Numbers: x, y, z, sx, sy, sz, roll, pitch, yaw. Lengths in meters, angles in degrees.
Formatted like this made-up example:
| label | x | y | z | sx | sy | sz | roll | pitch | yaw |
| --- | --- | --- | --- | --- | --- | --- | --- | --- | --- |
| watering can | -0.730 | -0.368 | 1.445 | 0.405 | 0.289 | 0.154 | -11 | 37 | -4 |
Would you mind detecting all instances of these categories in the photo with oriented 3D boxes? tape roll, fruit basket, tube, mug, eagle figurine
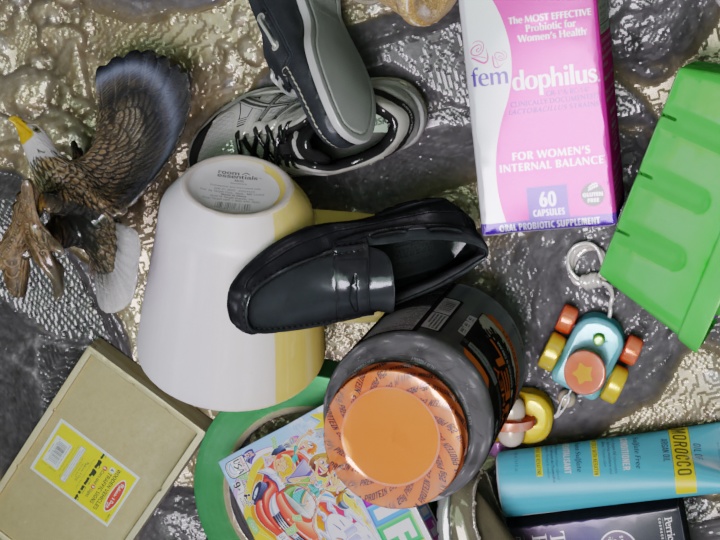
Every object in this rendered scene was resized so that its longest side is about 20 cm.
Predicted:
| label | x | y | z | sx | sy | sz | roll | pitch | yaw |
| --- | --- | --- | --- | --- | --- | --- | --- | --- | --- |
| tape roll | -0.036 | 0.176 | 1.258 | 0.198 | 0.048 | 0.203 | 3 | 103 | 12 |
| fruit basket | 0.291 | -0.036 | 1.082 | 0.213 | 0.155 | 0.218 | 4 | 101 | 19 |
| tube | 0.205 | 0.154 | 1.182 | 0.198 | 0.078 | 0.051 | -9 | 131 | 10 |
| mug | -0.082 | -0.007 | 1.164 | 0.149 | 0.186 | 0.154 | 36 | 136 | 35 |
| eagle figurine | -0.203 | -0.065 | 1.144 | 0.150 | 0.200 | 0.153 | -2 | 112 | 26 |

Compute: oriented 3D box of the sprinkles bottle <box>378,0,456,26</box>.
| label | x | y | z | sx | sy | sz | roll | pitch | yaw |
| --- | --- | --- | --- | --- | --- | --- | --- | --- | --- |
| sprinkles bottle | -0.014 | -0.247 | 1.091 | 0.199 | 0.068 | 0.069 | 36 | 110 | 30 |

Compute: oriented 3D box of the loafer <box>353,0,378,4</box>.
| label | x | y | z | sx | sy | sz | roll | pitch | yaw |
| --- | --- | --- | --- | --- | --- | --- | --- | --- | --- |
| loafer | 0.032 | -0.291 | 1.127 | 0.075 | 0.068 | 0.201 | 28 | 107 | 5 |

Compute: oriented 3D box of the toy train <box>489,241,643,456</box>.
| label | x | y | z | sx | sy | sz | roll | pitch | yaw |
| --- | --- | --- | --- | --- | --- | --- | --- | --- | --- |
| toy train | 0.118 | 0.067 | 1.196 | 0.198 | 0.056 | 0.151 | -25 | 97 | 17 |

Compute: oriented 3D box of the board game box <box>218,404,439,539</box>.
| label | x | y | z | sx | sy | sz | roll | pitch | yaw |
| --- | --- | --- | --- | --- | --- | --- | --- | --- | --- |
| board game box | -0.009 | 0.209 | 1.196 | 0.134 | 0.034 | 0.202 | -29 | 83 | 16 |

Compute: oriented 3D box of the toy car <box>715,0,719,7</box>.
| label | x | y | z | sx | sy | sz | roll | pitch | yaw |
| --- | --- | --- | --- | --- | --- | --- | --- | --- | --- |
| toy car | 0.349 | -0.218 | 1.045 | 0.149 | 0.175 | 0.201 | 18 | 109 | -30 |

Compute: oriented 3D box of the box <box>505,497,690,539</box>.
| label | x | y | z | sx | sy | sz | roll | pitch | yaw |
| --- | --- | --- | --- | --- | --- | --- | --- | --- | --- |
| box | 0.202 | 0.277 | 1.215 | 0.139 | 0.079 | 0.202 | -11 | 100 | 12 |

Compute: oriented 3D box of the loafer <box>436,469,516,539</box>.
| label | x | y | z | sx | sy | sz | roll | pitch | yaw |
| --- | --- | --- | --- | --- | --- | --- | --- | --- | --- |
| loafer | 0.116 | 0.236 | 1.151 | 0.069 | 0.075 | 0.202 | -18 | 97 | 24 |

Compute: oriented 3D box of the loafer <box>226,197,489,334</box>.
| label | x | y | z | sx | sy | sz | roll | pitch | yaw |
| --- | --- | --- | --- | --- | --- | --- | --- | --- | --- |
| loafer | 0.000 | 0.000 | 1.089 | 0.199 | 0.070 | 0.069 | -20 | 125 | -25 |

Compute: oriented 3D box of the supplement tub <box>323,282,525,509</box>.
| label | x | y | z | sx | sy | sz | roll | pitch | yaw |
| --- | --- | --- | --- | --- | --- | --- | --- | --- | --- |
| supplement tub | 0.045 | 0.088 | 1.089 | 0.121 | 0.200 | 0.124 | 4 | 105 | 15 |

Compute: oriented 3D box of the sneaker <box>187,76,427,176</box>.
| label | x | y | z | sx | sy | sz | roll | pitch | yaw |
| --- | --- | --- | --- | --- | --- | --- | --- | --- | --- |
| sneaker | -0.050 | -0.106 | 1.178 | 0.198 | 0.088 | 0.076 | -14 | 101 | 16 |

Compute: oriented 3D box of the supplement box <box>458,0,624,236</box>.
| label | x | y | z | sx | sy | sz | roll | pitch | yaw |
| --- | --- | --- | --- | --- | --- | --- | --- | --- | --- |
| supplement box | 0.134 | -0.136 | 1.124 | 0.100 | 0.103 | 0.203 | -5 | 100 | 14 |

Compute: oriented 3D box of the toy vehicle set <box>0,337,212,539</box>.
| label | x | y | z | sx | sy | sz | roll | pitch | yaw |
| --- | --- | --- | --- | --- | --- | --- | --- | --- | --- |
| toy vehicle set | -0.229 | 0.173 | 1.310 | 0.124 | 0.027 | 0.201 | 37 | 107 | 2 |

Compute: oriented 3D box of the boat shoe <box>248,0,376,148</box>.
| label | x | y | z | sx | sy | sz | roll | pitch | yaw |
| --- | --- | --- | --- | --- | --- | --- | --- | --- | --- |
| boat shoe | -0.041 | -0.164 | 1.136 | 0.060 | 0.075 | 0.202 | -32 | 51 | 24 |
